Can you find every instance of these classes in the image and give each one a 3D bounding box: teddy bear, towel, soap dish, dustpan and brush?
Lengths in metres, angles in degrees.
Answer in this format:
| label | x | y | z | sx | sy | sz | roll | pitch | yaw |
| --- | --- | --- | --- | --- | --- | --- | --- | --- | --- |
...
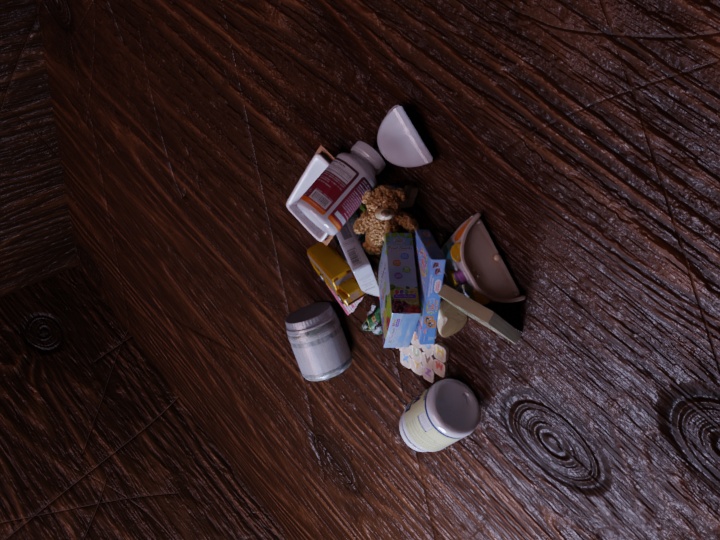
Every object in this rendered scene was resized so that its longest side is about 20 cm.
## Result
| label | x | y | z | sx | sy | sz | roll | pitch | yaw |
| --- | --- | --- | --- | --- | --- | --- | --- | --- | --- |
| teddy bear | 0.053 | -0.096 | 1.394 | 0.144 | 0.067 | 0.200 | 25 | 141 | 0 |
| towel | -0.040 | 0.027 | 1.707 | 0.147 | 0.030 | 0.200 | 54 | 151 | 12 |
| soap dish | -0.081 | -0.185 | 1.542 | 0.157 | 0.081 | 0.200 | 46 | 126 | 12 |
| dustpan and brush | 0.069 | -0.274 | 1.371 | 0.200 | 0.057 | 0.140 | -20 | 108 | 48 |

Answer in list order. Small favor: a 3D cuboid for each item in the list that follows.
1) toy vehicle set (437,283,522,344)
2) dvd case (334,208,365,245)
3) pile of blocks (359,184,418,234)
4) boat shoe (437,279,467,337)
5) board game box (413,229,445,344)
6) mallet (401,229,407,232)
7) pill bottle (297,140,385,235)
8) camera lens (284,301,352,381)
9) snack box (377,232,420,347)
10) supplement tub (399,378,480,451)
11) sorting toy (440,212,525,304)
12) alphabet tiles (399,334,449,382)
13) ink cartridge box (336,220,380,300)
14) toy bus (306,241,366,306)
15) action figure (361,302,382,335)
| label | x | y | z | sx | sy | sz | roll | pitch | yaw |
| --- | --- | --- | --- | --- | --- | --- | --- | --- | --- |
| toy vehicle set | 0.252 | 0.092 | 1.301 | 0.124 | 0.027 | 0.200 | 32 | 180 | 35 |
| dvd case | -0.047 | -0.139 | 1.625 | 0.201 | 0.022 | 0.146 | 60 | 145 | 2 |
| pile of blocks | 0.046 | -0.153 | 1.448 | 0.200 | 0.062 | 0.082 | -33 | 73 | 47 |
| boat shoe | 0.195 | 0.083 | 1.421 | 0.200 | 0.073 | 0.069 | 76 | 168 | -56 |
| board game box | 0.138 | 0.033 | 1.342 | 0.151 | 0.036 | 0.201 | -106 | 17 | -62 |
| mallet | 0.085 | -0.007 | 1.509 | 0.066 | 0.041 | 0.201 | 15 | 114 | 40 |
| pill bottle | -0.038 | -0.186 | 1.391 | 0.113 | 0.200 | 0.113 | 40 | 174 | 5 |
| camera lens | -0.123 | 0.213 | 1.841 | 0.160 | 0.160 | 0.201 | 0 | 114 | 51 |
| snack box | 0.081 | 0.045 | 1.373 | 0.169 | 0.067 | 0.201 | 99 | 171 | -57 |
| supplement tub | 0.194 | 0.372 | 1.577 | 0.145 | 0.145 | 0.200 | 52 | 144 | 11 |
| sorting toy | 0.229 | 0.001 | 1.343 | 0.201 | 0.107 | 0.180 | 61 | 164 | -1 |
| alphabet tiles | 0.147 | 0.196 | 1.625 | 0.200 | 0.015 | 0.196 | 29 | 134 | 37 |
| ink cartridge box | 0.000 | 0.000 | 1.538 | 0.200 | 0.047 | 0.160 | 71 | 175 | -48 |
| toy bus | -0.062 | 0.006 | 1.585 | 0.200 | 0.065 | 0.079 | 46 | 161 | 49 |
| action figure | 0.057 | 0.117 | 1.636 | 0.200 | 0.054 | 0.119 | -46 | 54 | 53 |
